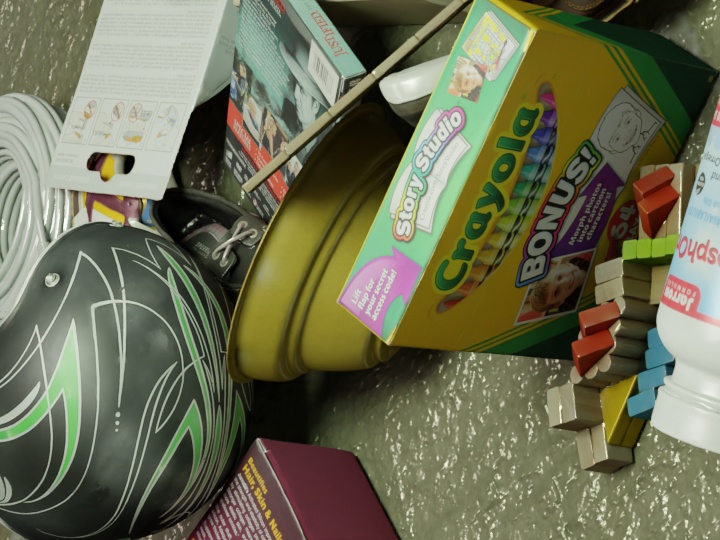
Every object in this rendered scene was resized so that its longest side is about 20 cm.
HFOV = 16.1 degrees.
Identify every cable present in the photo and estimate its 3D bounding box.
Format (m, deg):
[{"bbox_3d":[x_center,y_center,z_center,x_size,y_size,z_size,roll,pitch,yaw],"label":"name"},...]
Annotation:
[{"bbox_3d":[-0.269,-0.039,2.013,0.200,0.069,0.201,-15,71,52],"label":"cable"}]

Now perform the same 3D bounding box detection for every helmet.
[{"bbox_3d":[-0.163,0.076,1.684,0.190,0.199,0.201,-34,56,34],"label":"helmet"}]

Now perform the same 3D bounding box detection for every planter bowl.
[{"bbox_3d":[0.000,0.000,1.627,0.083,0.200,0.201,26,105,14],"label":"planter bowl"}]

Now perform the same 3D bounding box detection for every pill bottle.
[{"bbox_3d":[0.222,-0.002,1.369,0.109,0.108,0.201,23,99,51],"label":"pill bottle"}]

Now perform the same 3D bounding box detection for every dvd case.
[{"bbox_3d":[-0.047,-0.102,1.717,0.146,0.022,0.201,56,152,36],"label":"dvd case"}]

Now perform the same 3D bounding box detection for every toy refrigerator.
[{"bbox_3d":[0.006,-0.206,1.710,0.199,0.076,0.070,4,85,52],"label":"toy refrigerator"}]

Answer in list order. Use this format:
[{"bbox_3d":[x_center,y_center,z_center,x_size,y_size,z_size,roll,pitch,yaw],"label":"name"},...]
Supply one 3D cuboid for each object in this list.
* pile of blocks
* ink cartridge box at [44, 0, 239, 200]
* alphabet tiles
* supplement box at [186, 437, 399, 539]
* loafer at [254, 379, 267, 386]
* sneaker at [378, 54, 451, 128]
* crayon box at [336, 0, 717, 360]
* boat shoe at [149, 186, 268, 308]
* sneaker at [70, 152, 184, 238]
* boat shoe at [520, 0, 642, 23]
[{"bbox_3d":[0.163,0.027,1.473,0.082,0.062,0.201,30,105,50],"label":"pile of blocks"},{"bbox_3d":[-0.146,-0.147,1.885,0.162,0.057,0.201,7,82,51],"label":"ink cartridge box"},{"bbox_3d":[0.006,-0.114,1.533,0.200,0.008,0.167,-41,2,1],"label":"alphabet tiles"},{"bbox_3d":[-0.066,0.222,1.690,0.200,0.085,0.111,-55,45,28],"label":"supplement box"},{"bbox_3d":[-0.111,0.067,1.809,0.200,0.072,0.063,-37,35,33],"label":"loafer"},{"bbox_3d":[0.078,-0.083,1.519,0.077,0.200,0.082,-15,81,25],"label":"sneaker"},{"bbox_3d":[0.098,-0.049,1.477,0.058,0.172,0.201,37,111,37],"label":"crayon box"},{"bbox_3d":[-0.099,-0.016,1.766,0.067,0.057,0.200,-45,24,-10],"label":"boat shoe"},{"bbox_3d":[-0.165,-0.013,1.876,0.090,0.075,0.201,-41,53,45],"label":"sneaker"},{"bbox_3d":[0.123,-0.160,1.554,0.200,0.070,0.071,149,140,-67],"label":"boat shoe"}]
